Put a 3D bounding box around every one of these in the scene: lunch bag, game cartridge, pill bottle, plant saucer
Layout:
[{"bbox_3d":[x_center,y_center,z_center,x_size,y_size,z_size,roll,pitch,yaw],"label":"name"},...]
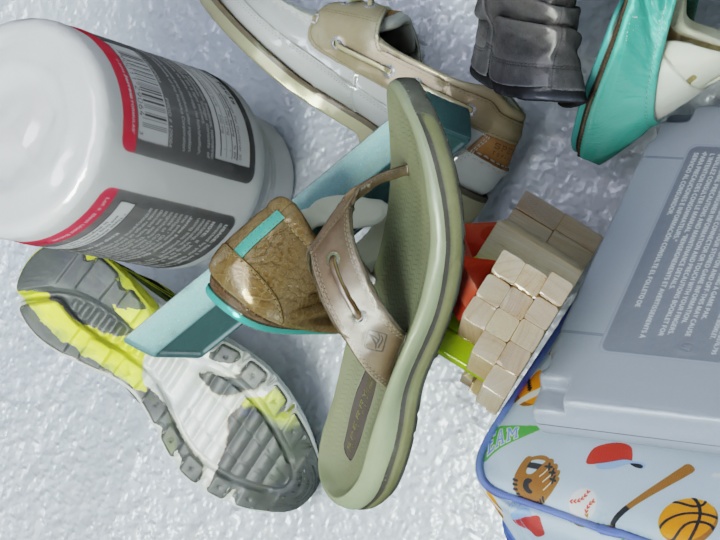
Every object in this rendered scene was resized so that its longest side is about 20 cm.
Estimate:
[{"bbox_3d":[0.165,0.082,0.924,0.199,0.076,0.160,17,58,37],"label":"lunch bag"},{"bbox_3d":[0.172,0.002,0.925,0.133,0.041,0.200,3,47,33],"label":"game cartridge"},{"bbox_3d":[-0.120,-0.060,1.066,0.110,0.200,0.111,-4,82,29],"label":"pill bottle"},{"bbox_3d":[-0.028,-0.017,1.014,0.200,0.070,0.019,-38,74,15],"label":"plant saucer"}]

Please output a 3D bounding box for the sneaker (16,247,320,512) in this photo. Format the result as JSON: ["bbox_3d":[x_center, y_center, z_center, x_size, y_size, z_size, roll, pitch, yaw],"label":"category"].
[{"bbox_3d":[-0.096,0.052,1.118,0.200,0.085,0.075,42,98,5],"label":"sneaker"}]

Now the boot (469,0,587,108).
[{"bbox_3d":[0.071,-0.160,1.010,0.069,0.200,0.132,3,111,-7],"label":"boot"}]

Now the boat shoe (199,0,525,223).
[{"bbox_3d":[0.003,-0.110,1.080,0.200,0.075,0.069,39,103,17],"label":"boat shoe"}]

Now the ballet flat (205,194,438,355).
[{"bbox_3d":[0.000,0.000,0.991,0.068,0.200,0.072,40,102,31],"label":"ballet flat"}]

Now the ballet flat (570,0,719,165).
[{"bbox_3d":[0.152,-0.129,0.952,0.070,0.067,0.201,21,121,17],"label":"ballet flat"}]

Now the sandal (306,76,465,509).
[{"bbox_3d":[0.002,0.015,0.892,0.080,0.057,0.202,-123,43,-64],"label":"sandal"}]

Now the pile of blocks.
[{"bbox_3d":[0.062,0.012,0.950,0.062,0.200,0.082,32,105,6],"label":"pile of blocks"}]
